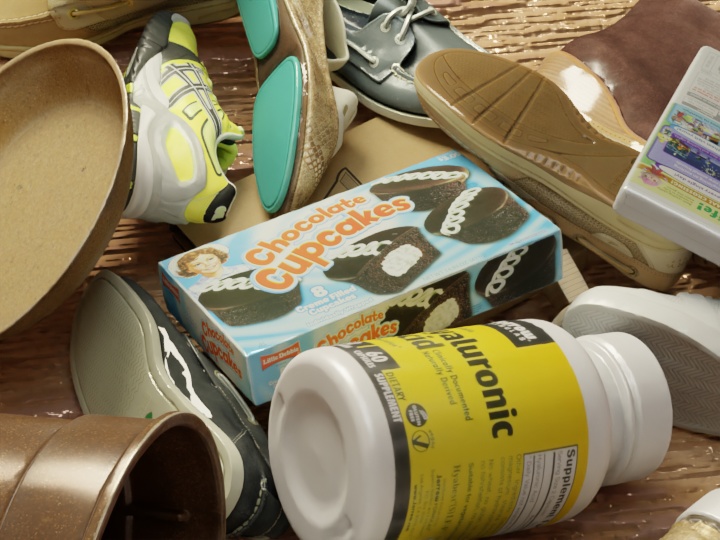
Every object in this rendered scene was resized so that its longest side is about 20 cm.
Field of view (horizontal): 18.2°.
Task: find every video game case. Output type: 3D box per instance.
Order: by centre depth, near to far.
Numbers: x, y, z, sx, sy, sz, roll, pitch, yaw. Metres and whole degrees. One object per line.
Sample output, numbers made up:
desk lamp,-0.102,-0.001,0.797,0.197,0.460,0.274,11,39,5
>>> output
video game case,0.260,-0.040,1.299,0.199,0.022,0.182,28,39,6

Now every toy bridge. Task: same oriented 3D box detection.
toy bridge,0.047,0.055,1.266,0.199,0.027,0.067,-23,75,-22

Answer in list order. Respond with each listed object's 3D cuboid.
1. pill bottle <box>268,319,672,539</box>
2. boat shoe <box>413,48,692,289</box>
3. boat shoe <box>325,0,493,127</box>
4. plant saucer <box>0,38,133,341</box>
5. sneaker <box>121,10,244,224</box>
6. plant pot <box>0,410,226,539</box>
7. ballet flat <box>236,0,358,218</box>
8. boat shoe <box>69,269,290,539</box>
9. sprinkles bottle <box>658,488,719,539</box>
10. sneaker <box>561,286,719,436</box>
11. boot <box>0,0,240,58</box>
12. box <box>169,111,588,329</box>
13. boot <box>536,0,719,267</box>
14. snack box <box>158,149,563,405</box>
pill bottle,0.061,0.084,1.183,0.199,0.112,0.111,-7,47,-31
boat shoe,0.109,-0.058,1.326,0.200,0.065,0.071,37,50,20
boat shoe,0.015,-0.148,1.416,0.200,0.062,0.073,28,48,33
plant saucer,-0.192,-0.036,1.282,0.200,0.035,0.201,-25,49,32
sneaker,-0.113,-0.086,1.367,0.076,0.076,0.200,18,35,-13
plant pot,-0.191,0.151,1.081,0.197,0.201,0.201,8,48,15
ballet flat,-0.033,-0.120,1.366,0.065,0.070,0.201,9,63,-30
boat shoe,-0.102,0.075,1.240,0.067,0.072,0.200,16,26,-43
sprinkles bottle,0.135,0.189,1.134,0.200,0.068,0.068,-34,58,-29
sneaker,0.219,0.034,1.283,0.199,0.074,0.116,21,47,4
boot,-0.171,-0.213,1.410,0.199,0.156,0.073,-8,52,7
box,0.012,-0.018,1.345,0.199,0.021,0.164,-26,54,-25
boot,0.207,-0.098,1.393,0.200,0.073,0.166,34,57,29
snack box,0.000,0.000,1.268,0.199,0.037,0.116,-22,35,-21
